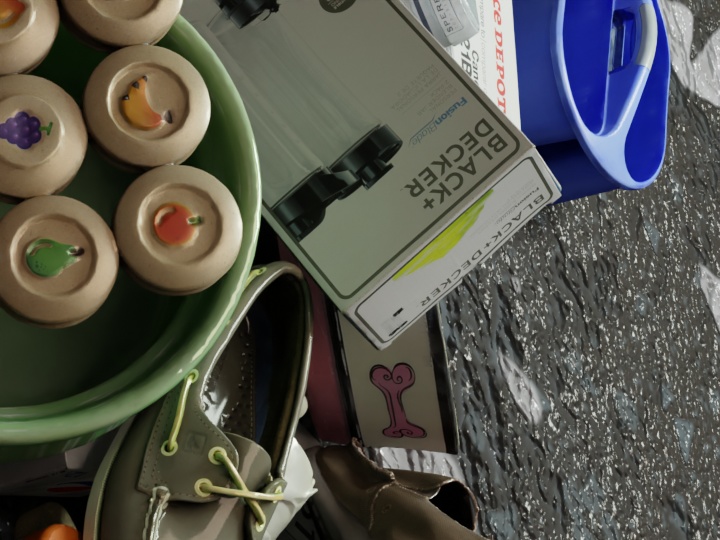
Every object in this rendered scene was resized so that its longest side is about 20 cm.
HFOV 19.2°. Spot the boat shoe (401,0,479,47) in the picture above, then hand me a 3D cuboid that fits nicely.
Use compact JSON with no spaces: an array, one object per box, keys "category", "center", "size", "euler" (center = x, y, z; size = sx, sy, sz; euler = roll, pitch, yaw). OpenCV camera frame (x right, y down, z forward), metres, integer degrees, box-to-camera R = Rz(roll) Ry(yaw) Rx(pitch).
[{"category":"boat shoe","center":[0.023,-0.164,1.119],"size":[0.200,0.066,0.074],"euler":[-79,148,-69]}]

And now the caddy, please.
[{"category":"caddy","center":[0.151,-0.141,1.415],"size":[0.141,0.104,0.201],"euler":[42,44,-40]}]

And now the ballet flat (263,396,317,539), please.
[{"category":"ballet flat","center":[-0.059,0.079,0.990],"size":[0.201,0.068,0.068],"euler":[-97,166,-45]}]

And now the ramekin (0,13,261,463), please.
[{"category":"ramekin","center":[-0.144,-0.019,0.853],"size":[0.198,0.098,0.202],"euler":[3,73,-11]}]

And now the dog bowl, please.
[{"category":"dog bowl","center":[0.000,0.000,1.092],"size":[0.200,0.073,0.202],"euler":[-10,90,-90]}]

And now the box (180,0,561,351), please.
[{"category":"box","center":[-0.013,-0.077,0.990],"size":[0.200,0.116,0.060],"euler":[51,1,25]}]

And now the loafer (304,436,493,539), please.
[{"category":"loafer","center":[0.023,0.128,0.983],"size":[0.200,0.071,0.074],"euler":[-132,-159,-68]}]

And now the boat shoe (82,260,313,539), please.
[{"category":"boat shoe","center":[-0.064,0.080,0.894],"size":[0.072,0.060,0.203],"euler":[41,43,-32]}]

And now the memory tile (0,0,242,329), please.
[{"category":"memory tile","center":[-0.135,-0.074,0.809],"size":[0.152,0.017,0.202],"euler":[-13,77,-16]}]

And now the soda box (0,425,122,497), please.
[{"category":"soda box","center":[-0.141,-0.002,0.958],"size":[0.068,0.063,0.202],"euler":[8,69,-52]}]

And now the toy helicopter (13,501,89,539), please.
[{"category":"toy helicopter","center":[-0.107,0.157,0.935],"size":[0.133,0.078,0.200],"euler":[61,22,-7]}]

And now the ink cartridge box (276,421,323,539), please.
[{"category":"ink cartridge box","center":[-0.026,0.201,1.059],"size":[0.176,0.044,0.201],"euler":[48,41,-32]}]

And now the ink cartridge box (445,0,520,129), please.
[{"category":"ink cartridge box","center":[0.004,-0.155,1.224],"size":[0.199,0.083,0.146],"euler":[25,55,-49]}]
